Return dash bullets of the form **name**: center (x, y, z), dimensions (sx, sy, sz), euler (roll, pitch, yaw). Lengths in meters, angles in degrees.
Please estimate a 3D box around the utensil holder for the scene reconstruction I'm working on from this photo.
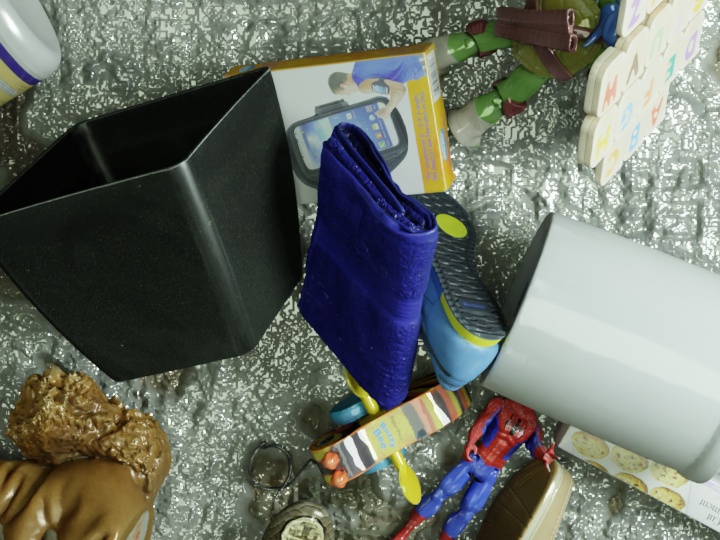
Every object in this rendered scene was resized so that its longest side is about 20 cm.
- **utensil holder**: center (0.219, 0.060, 1.327), dimensions (0.200, 0.170, 0.170), euler (22, 98, 1)

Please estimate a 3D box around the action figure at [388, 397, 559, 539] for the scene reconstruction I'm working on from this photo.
- **action figure**: center (0.102, 0.182, 1.382), dimensions (0.065, 0.099, 0.200), euler (35, 95, -5)

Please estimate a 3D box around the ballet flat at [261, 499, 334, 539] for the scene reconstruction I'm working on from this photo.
- **ballet flat**: center (-0.075, 0.292, 1.409), dimensions (0.067, 0.046, 0.200), euler (23, 107, -6)

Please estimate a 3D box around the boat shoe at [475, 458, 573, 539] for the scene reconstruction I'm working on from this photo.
- **boat shoe**: center (0.139, 0.258, 1.408), dimensions (0.069, 0.074, 0.200), euler (24, 98, -22)

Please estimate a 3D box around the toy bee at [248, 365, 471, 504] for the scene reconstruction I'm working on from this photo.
- **toy bee**: center (0.005, 0.153, 1.373), dimensions (0.131, 0.109, 0.200), euler (42, 97, -6)

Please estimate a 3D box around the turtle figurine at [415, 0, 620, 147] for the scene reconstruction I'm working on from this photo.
- **turtle figurine**: center (0.158, -0.193, 1.338), dimensions (0.194, 0.200, 0.144), euler (-25, 125, 26)

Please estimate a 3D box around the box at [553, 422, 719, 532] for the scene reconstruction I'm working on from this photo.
- **box**: center (0.265, 0.178, 1.404), dimensions (0.200, 0.039, 0.041), euler (29, 99, -3)

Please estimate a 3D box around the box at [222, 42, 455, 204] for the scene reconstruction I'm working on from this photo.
- **box**: center (-0.029, -0.118, 1.342), dimensions (0.200, 0.041, 0.119), euler (-6, 109, 15)

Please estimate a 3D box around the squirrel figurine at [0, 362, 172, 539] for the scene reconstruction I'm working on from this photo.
- **squirrel figurine**: center (-0.271, 0.182, 1.387), dimensions (0.186, 0.142, 0.200), euler (19, 84, 9)

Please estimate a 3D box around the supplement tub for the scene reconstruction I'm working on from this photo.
- **supplement tub**: center (-0.364, -0.178, 1.316), dimensions (0.200, 0.145, 0.146), euler (-30, 96, 5)

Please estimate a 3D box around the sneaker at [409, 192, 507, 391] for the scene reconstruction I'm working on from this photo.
- **sneaker**: center (0.062, 0.012, 1.329), dimensions (0.066, 0.200, 0.078), euler (11, 130, -25)

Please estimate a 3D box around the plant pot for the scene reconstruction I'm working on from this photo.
- **plant pot**: center (-0.154, -0.027, 1.296), dimensions (0.200, 0.200, 0.178), euler (-14, 113, 25)

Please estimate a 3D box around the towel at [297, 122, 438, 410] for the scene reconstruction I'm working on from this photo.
- **towel**: center (0.000, 0.000, 1.299), dimensions (0.049, 0.148, 0.200), euler (-15, 136, -23)

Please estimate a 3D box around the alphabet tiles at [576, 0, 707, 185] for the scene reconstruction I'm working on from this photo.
- **alphabet tiles**: center (0.229, -0.168, 1.280), dimensions (0.015, 0.200, 0.196), euler (25, 137, 23)
